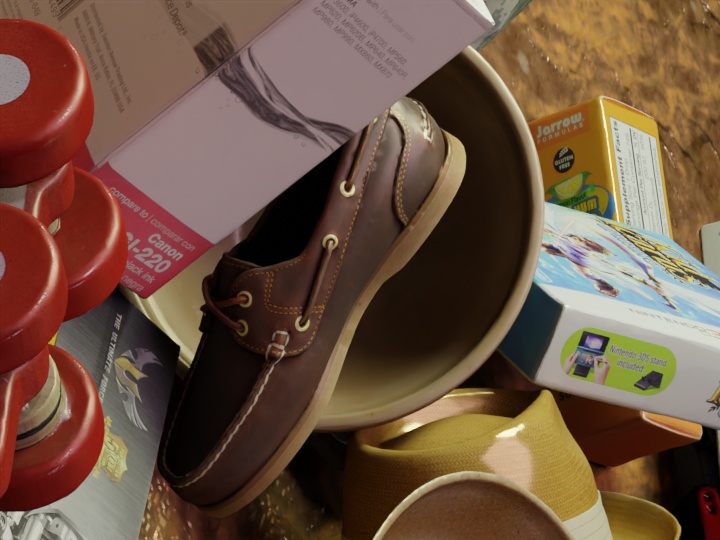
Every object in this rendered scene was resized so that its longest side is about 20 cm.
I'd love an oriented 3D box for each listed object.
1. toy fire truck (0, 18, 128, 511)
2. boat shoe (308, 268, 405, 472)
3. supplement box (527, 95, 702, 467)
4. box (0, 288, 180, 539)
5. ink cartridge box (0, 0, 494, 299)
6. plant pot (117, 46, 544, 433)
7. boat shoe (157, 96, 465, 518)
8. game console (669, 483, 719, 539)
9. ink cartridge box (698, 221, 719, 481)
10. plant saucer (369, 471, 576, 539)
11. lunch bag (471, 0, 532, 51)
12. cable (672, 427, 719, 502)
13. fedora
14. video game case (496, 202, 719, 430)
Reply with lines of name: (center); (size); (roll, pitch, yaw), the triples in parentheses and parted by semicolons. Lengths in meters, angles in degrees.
toy fire truck: (-0.180, 0.000, 1.031); (0.112, 0.167, 0.201); (82, 10, -54)
boat shoe: (0.000, 0.000, 1.379); (0.074, 0.073, 0.201); (21, 56, -51)
supplement box: (0.141, 0.005, 1.602); (0.069, 0.066, 0.201); (21, 56, -47)
box: (-0.154, 0.071, 1.129); (0.158, 0.048, 0.201); (45, 40, -35)
ink cartridge box: (-0.060, -0.108, 1.191); (0.085, 0.200, 0.146); (36, 22, -43)
plant pot: (-0.018, -0.022, 1.304); (0.093, 0.200, 0.202); (109, -33, -82)
boat shoe: (-0.035, 0.008, 1.206); (0.070, 0.070, 0.200); (34, 84, -39)
game console: (0.191, 0.215, 1.499); (0.200, 0.031, 0.178); (103, -22, -75)
ink cartridge box: (0.271, 0.080, 1.654); (0.146, 0.086, 0.201); (33, 47, -52)
plant saucer: (0.040, 0.183, 1.132); (0.200, 0.035, 0.201); (17, 68, -49)
lunch bag: (-0.009, -0.177, 1.370); (0.200, 0.167, 0.140); (19, 58, -51)
cable: (0.242, 0.111, 1.715); (0.163, 0.051, 0.201); (11, 64, -55)
fedora: (0.050, 0.101, 1.286); (0.200, 0.200, 0.082); (-19, 106, -58)
video game case: (0.125, 0.016, 1.423); (0.181, 0.046, 0.200); (16, 15, -30)
